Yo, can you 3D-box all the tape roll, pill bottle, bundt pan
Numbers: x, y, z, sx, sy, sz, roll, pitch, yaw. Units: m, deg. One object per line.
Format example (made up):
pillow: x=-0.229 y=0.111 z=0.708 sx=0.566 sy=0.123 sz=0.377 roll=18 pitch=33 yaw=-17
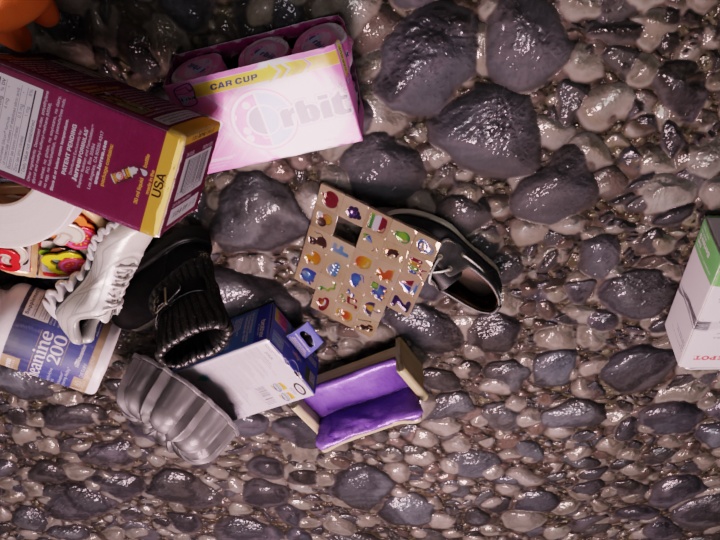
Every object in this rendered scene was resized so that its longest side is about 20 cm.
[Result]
tape roll: x=-0.388 y=-0.128 z=0.825 sx=0.197 sy=0.037 sz=0.208 roll=2 pitch=106 yaw=5
pill bottle: x=-0.439 y=0.086 z=1.038 sx=0.197 sy=0.112 sz=0.112 roll=23 pitch=130 yaw=-17
bundt pan: x=-0.278 y=0.214 z=1.114 sx=0.199 sy=0.076 sz=0.203 roll=29 pitch=155 yaw=15

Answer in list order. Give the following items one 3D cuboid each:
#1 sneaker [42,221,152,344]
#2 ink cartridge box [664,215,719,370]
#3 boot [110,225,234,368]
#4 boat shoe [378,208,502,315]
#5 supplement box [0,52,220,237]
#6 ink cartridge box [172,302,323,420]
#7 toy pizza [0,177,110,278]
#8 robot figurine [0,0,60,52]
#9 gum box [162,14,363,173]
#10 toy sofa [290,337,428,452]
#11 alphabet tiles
sneaker: x=-0.314 y=0.012 z=0.945 sx=0.200 sy=0.082 sz=0.075 roll=-45 pitch=155 yaw=22
ink cartridge box: x=0.499 y=0.032 z=0.988 sx=0.142 sy=0.085 sz=0.203 roll=0 pitch=133 yaw=1
boot: x=-0.252 y=0.060 z=0.968 sx=0.210 sy=0.161 sz=0.079 roll=-38 pitch=146 yaw=30
boat shoe: x=0.106 y=-0.011 z=0.970 sx=0.198 sy=0.068 sz=0.072 roll=32 pitch=128 yaw=-22
supplement box: x=-0.252 y=-0.125 z=0.729 sx=0.196 sy=0.131 sz=0.105 roll=22 pitch=107 yaw=-1
ink cartridge box: x=-0.151 y=0.134 z=1.103 sx=0.196 sy=0.077 sz=0.137 roll=-19 pitch=130 yaw=21
toy pizza: x=-0.400 y=-0.040 z=0.933 sx=0.195 sy=0.032 sz=0.202 roll=-3 pitch=146 yaw=-2
robot figurine: x=-0.342 y=-0.295 z=0.667 sx=0.141 sy=0.118 sz=0.201 roll=-19 pitch=147 yaw=-4
gum box: x=-0.093 y=-0.185 z=0.808 sx=0.195 sy=0.067 sz=0.115 roll=-10 pitch=133 yaw=11
toy sofa: x=-0.002 y=0.188 z=1.137 sx=0.197 sy=0.099 sz=0.083 roll=-22 pitch=130 yaw=22
alphabet tiles: x=0.000 y=0.000 z=0.983 sx=0.164 sy=0.008 sz=0.202 roll=26 pitch=132 yaw=6
